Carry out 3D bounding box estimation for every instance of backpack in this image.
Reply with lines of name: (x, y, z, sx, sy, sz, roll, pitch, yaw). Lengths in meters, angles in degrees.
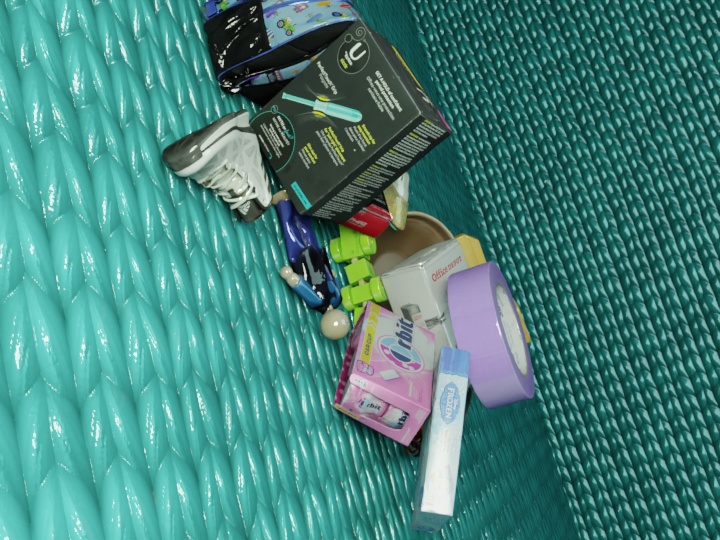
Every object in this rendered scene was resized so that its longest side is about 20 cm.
backpack: (-0.087, -0.312, 1.001, 0.182, 0.197, 0.137, 8, 62, -71)

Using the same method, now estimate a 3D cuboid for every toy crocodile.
toy crocodile: (0.000, 0.000, 1.167, 0.062, 0.066, 0.204, 32, 43, -65)

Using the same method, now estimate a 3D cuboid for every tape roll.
tape roll: (0.190, 0.093, 1.087, 0.200, 0.064, 0.204, -18, 91, -72)

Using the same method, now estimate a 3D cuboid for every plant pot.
plant pot: (0.071, 0.007, 1.279, 0.092, 0.199, 0.204, -8, -74, 62)

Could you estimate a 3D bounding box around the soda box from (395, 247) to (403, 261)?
soda box: (0.019, -0.095, 1.347, 0.068, 0.063, 0.203, -74, 141, -64)

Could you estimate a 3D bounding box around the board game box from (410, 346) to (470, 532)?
board game box: (0.104, 0.230, 0.995, 0.201, 0.042, 0.203, 90, 10, -66)

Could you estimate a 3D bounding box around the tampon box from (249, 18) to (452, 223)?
tampon box: (-0.012, -0.183, 0.969, 0.152, 0.199, 0.126, 59, 21, 15)

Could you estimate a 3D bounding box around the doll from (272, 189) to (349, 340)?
doll: (-0.065, -0.005, 0.985, 0.136, 0.048, 0.204, -6, 75, -67)

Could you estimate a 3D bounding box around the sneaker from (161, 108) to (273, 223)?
sneaker: (-0.137, -0.104, 0.812, 0.117, 0.074, 0.201, 64, 14, -13)

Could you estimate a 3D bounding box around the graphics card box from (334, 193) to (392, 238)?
graphics card box: (-0.030, -0.153, 1.159, 0.124, 0.051, 0.203, 19, 42, -36)

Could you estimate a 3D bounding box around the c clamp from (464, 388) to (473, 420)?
c clamp: (0.165, 0.273, 1.327, 0.172, 0.027, 0.203, 63, 45, -57)

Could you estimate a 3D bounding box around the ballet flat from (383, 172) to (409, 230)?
ballet flat: (0.044, -0.155, 1.229, 0.071, 0.070, 0.202, 49, 14, -51)

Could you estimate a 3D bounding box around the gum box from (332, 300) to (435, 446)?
gum box: (0.036, 0.137, 1.025, 0.112, 0.067, 0.201, 27, 26, -6)

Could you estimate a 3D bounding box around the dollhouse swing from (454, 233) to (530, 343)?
dollhouse swing: (0.185, 0.064, 1.415, 0.183, 0.197, 0.178, -109, 177, -60)

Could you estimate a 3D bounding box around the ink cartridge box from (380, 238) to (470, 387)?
ink cartridge box: (0.126, 0.071, 1.177, 0.145, 0.084, 0.204, -30, 104, -55)

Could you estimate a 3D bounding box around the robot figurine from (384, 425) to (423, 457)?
robot figurine: (0.075, 0.221, 1.163, 0.200, 0.057, 0.148, 37, 38, -60)
